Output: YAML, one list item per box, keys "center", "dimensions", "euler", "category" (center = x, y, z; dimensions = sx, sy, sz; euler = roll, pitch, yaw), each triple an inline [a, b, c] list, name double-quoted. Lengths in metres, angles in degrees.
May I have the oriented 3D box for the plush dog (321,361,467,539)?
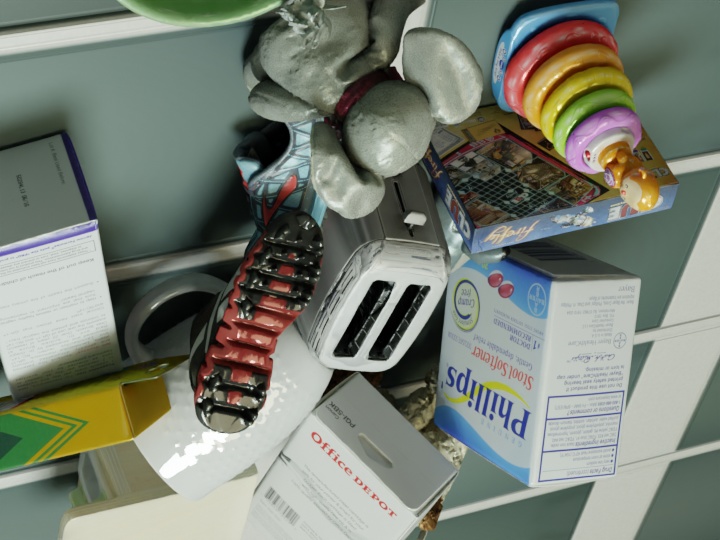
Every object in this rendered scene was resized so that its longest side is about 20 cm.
- center: [0.019, 0.180, 1.727]
  dimensions: [0.171, 0.161, 0.201]
  euler: [24, 135, 1]
  category: "plush dog"

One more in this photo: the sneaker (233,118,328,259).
- center: [-0.070, -0.083, 1.419]
  dimensions: [0.095, 0.080, 0.201]
  euler: [13, 125, -22]
  category: "sneaker"

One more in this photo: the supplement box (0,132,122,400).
- center: [-0.263, 0.001, 1.366]
  dimensions: [0.103, 0.102, 0.201]
  euler: [-16, 143, -12]
  category: "supplement box"

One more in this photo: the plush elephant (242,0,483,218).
- center: [0.003, -0.136, 1.253]
  dimensions: [0.164, 0.155, 0.200]
  euler: [-34, -177, 7]
  category: "plush elephant"

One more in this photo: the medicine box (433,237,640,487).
- center: [0.165, 0.080, 1.590]
  dimensions: [0.102, 0.182, 0.202]
  euler: [-1, 104, -28]
  category: "medicine box"

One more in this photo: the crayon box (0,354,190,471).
- center: [-0.245, 0.123, 1.421]
  dimensions: [0.198, 0.051, 0.127]
  euler: [-14, -176, 10]
  category: "crayon box"

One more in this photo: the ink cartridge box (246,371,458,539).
- center: [-0.012, 0.219, 1.639]
  dimensions: [0.083, 0.147, 0.200]
  euler: [-37, 167, -43]
  category: "ink cartridge box"

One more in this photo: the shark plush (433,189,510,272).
- center: [0.058, -0.038, 1.576]
  dimensions: [0.199, 0.091, 0.083]
  euler: [-27, 129, 38]
  category: "shark plush"

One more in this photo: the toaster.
- center: [0.000, 0.000, 1.490]
  dimensions: [0.113, 0.130, 0.201]
  euler: [9, 131, -28]
  category: "toaster"

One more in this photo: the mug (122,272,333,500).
- center: [-0.133, 0.087, 1.529]
  dimensions: [0.175, 0.148, 0.200]
  euler: [-34, 122, 7]
  category: "mug"

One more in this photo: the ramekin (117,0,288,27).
- center: [-0.103, -0.273, 1.124]
  dimensions: [0.198, 0.098, 0.201]
  euler: [-17, 143, -13]
  category: "ramekin"

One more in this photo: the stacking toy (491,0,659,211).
- center: [0.198, -0.124, 1.403]
  dimensions: [0.109, 0.201, 0.117]
  euler: [-13, 143, -17]
  category: "stacking toy"

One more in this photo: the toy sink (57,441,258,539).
- center: [-0.219, 0.217, 1.655]
  dimensions: [0.198, 0.112, 0.131]
  euler: [-11, 142, -24]
  category: "toy sink"

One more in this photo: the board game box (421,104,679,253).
- center: [0.164, -0.094, 1.477]
  dimensions: [0.198, 0.136, 0.035]
  euler: [-12, 143, -17]
  category: "board game box"

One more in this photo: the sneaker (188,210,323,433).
- center: [-0.096, 0.034, 1.417]
  dimensions: [0.070, 0.098, 0.202]
  euler: [18, 103, -28]
  category: "sneaker"
